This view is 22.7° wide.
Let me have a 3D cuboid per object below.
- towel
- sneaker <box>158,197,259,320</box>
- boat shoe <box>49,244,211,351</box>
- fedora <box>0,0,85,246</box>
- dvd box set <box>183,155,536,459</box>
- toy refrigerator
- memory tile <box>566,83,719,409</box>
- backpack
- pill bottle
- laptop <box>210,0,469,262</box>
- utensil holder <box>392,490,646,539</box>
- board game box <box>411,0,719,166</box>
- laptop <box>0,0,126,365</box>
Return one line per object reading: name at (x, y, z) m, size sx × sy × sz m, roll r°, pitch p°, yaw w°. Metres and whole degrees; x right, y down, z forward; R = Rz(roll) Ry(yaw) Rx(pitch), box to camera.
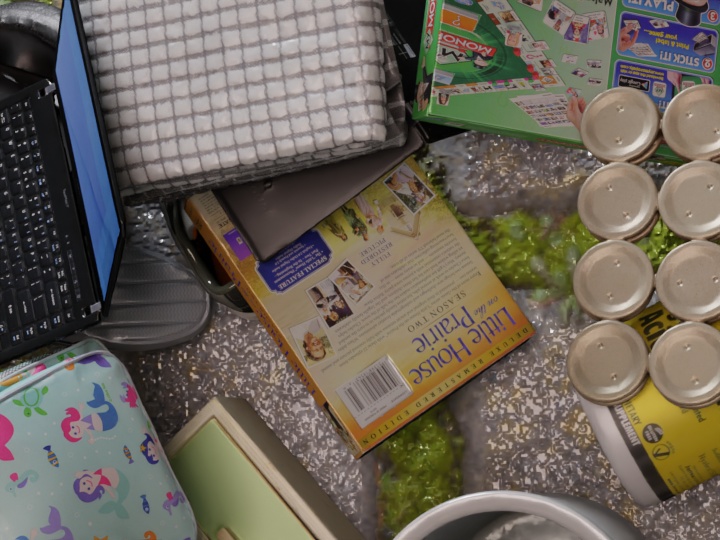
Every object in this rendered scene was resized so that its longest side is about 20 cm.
towel at (-0.072, -0.136, 1.094) m, size 0.199 × 0.086 × 0.167 m, roll -11°, pitch 81°, yaw 17°
sneaker at (-0.107, -0.062, 1.209) m, size 0.074 × 0.079 × 0.201 m, roll -31°, pitch 77°, yaw 12°
boat shoe at (-0.202, 0.020, 1.234) m, size 0.199 × 0.062 × 0.072 m, roll 4°, pitch 78°, yaw -2°
fedora at (-0.227, -0.083, 1.228) m, size 0.199 × 0.092 × 0.202 m, roll -8°, pitch 69°, yaw 21°
dvd box set at (0.000, 0.000, 1.160) m, size 0.146 × 0.029 × 0.200 m, roll -34°, pitch 83°, yaw -18°
toy refrigerator at (-0.050, 0.181, 1.177) m, size 0.076 × 0.070 × 0.200 m, roll -43°, pitch 77°, yaw 7°
memory tile at (0.200, -0.016, 1.056) m, size 0.152 × 0.017 × 0.201 m, roll -1°, pitch 72°, yaw 21°
backpack at (-0.211, 0.149, 1.095) m, size 0.199 × 0.150 × 0.178 m, roll -22°, pitch 85°, yaw -33°
pill bottle at (0.235, 0.053, 1.091) m, size 0.199 × 0.111 × 0.112 m, roll -28°, pitch 79°, yaw 10°
laptop at (-0.018, -0.134, 1.176) m, size 0.188 × 0.200 × 0.116 m, roll 57°, pitch 134°, yaw 12°
utensil holder at (0.103, 0.214, 1.066) m, size 0.169 × 0.200 × 0.171 m, roll -1°, pitch 85°, yaw 15°
board game box at (0.136, -0.145, 1.122) m, size 0.199 × 0.029 × 0.135 m, roll 9°, pitch 87°, yaw -19°
laptop at (-0.220, -0.050, 1.099) m, size 0.199 × 0.103 × 0.178 m, roll -22°, pitch 66°, yaw 16°
